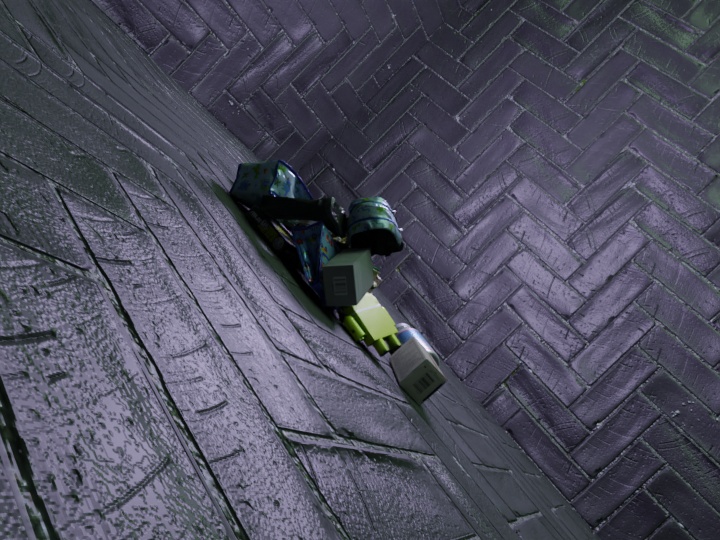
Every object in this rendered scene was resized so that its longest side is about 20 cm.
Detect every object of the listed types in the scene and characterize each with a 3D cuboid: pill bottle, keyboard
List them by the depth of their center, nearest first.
[{"bbox_3d":[-0.118,-0.105,1.631,0.198,0.040,0.104,21,-7,3],"label":"keyboard"},{"bbox_3d":[0.162,0.251,1.839,0.109,0.109,0.200,44,5,-31],"label":"pill bottle"}]

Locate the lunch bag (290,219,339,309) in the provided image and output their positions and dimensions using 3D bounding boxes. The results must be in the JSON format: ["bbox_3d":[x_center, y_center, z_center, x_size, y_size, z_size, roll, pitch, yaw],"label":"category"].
[{"bbox_3d":[-0.105,0.001,1.498,0.151,0.093,0.202,60,18,-59],"label":"lunch bag"}]

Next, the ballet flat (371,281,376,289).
[{"bbox_3d":[-0.034,0.030,1.721,0.198,0.058,0.066,8,-10,-32],"label":"ballet flat"}]

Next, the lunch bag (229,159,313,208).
[{"bbox_3d":[-0.243,-0.215,1.663,0.169,0.129,0.200,5,-18,34],"label":"lunch bag"}]

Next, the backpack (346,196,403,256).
[{"bbox_3d":[0.031,-0.114,1.588,0.200,0.161,0.156,6,82,-79],"label":"backpack"}]

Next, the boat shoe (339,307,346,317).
[{"bbox_3d":[-0.030,0.090,1.651,0.072,0.070,0.201,51,5,-19],"label":"boat shoe"}]

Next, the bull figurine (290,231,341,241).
[{"bbox_3d":[-0.130,-0.072,1.735,0.200,0.121,0.066,37,-29,38],"label":"bull figurine"}]

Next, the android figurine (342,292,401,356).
[{"bbox_3d":[0.024,0.131,1.532,0.201,0.041,0.181,53,31,16],"label":"android figurine"}]

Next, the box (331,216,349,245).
[{"bbox_3d":[-0.082,-0.072,1.812,0.160,0.199,0.050,49,-15,51],"label":"box"}]

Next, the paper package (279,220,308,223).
[{"bbox_3d":[-0.285,-0.225,1.916,0.200,0.103,0.191,45,5,-37],"label":"paper package"}]

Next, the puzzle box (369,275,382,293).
[{"bbox_3d":[-0.031,0.013,2.019,0.200,0.133,0.025,47,4,29],"label":"puzzle box"}]

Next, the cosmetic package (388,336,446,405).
[{"bbox_3d":[0.152,0.268,1.584,0.087,0.103,0.200,47,5,-12],"label":"cosmetic package"}]

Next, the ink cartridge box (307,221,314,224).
[{"bbox_3d":[-0.117,-0.082,1.952,0.200,0.145,0.083,44,3,-36],"label":"ink cartridge box"}]

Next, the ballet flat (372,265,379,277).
[{"bbox_3d":[0.000,0.000,1.667,0.069,0.070,0.200,45,-3,-21],"label":"ballet flat"}]

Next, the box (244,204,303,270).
[{"bbox_3d":[-0.217,-0.085,1.609,0.160,0.044,0.200,48,4,22],"label":"box"}]

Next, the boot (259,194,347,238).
[{"bbox_3d":[-0.147,-0.143,1.542,0.165,0.198,0.066,62,33,-58],"label":"boot"}]

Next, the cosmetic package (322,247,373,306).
[{"bbox_3d":[-0.027,0.013,1.484,0.200,0.089,0.108,-49,134,-73],"label":"cosmetic package"}]
